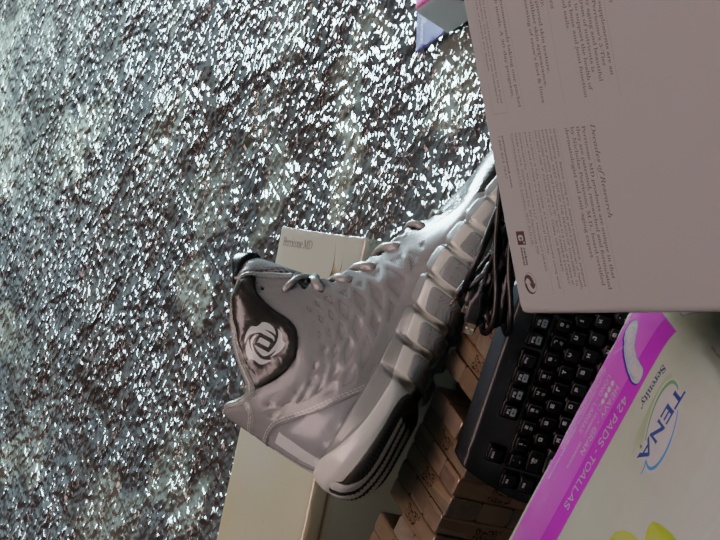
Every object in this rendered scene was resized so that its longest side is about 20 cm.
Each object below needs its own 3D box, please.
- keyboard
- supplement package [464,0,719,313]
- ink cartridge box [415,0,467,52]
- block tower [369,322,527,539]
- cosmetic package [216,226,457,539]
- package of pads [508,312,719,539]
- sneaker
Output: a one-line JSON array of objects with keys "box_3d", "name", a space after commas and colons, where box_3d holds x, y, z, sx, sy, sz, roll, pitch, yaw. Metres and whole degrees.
[{"box_3d": [0.093, 0.008, 1.046, 0.040, 0.104, 0.200, -89, 16, -79], "name": "keyboard"}, {"box_3d": [0.157, -0.073, 0.869, 0.200, 0.151, 0.152, -2, 100, 62], "name": "supplement package"}, {"box_3d": [0.071, -0.192, 1.251, 0.200, 0.037, 0.095, -31, 52, 57], "name": "ink cartridge box"}, {"box_3d": [0.066, 0.071, 1.127, 0.200, 0.054, 0.058, -66, 30, 19], "name": "block tower"}, {"box_3d": [-0.010, 0.083, 1.244, 0.104, 0.073, 0.200, 7, 86, 62], "name": "cosmetic package"}, {"box_3d": [0.127, 0.125, 0.975, 0.200, 0.068, 0.155, -66, 29, 22], "name": "package of pads"}, {"box_3d": [0.000, 0.000, 1.154, 0.200, 0.115, 0.075, -58, -15, -16], "name": "sneaker"}]
